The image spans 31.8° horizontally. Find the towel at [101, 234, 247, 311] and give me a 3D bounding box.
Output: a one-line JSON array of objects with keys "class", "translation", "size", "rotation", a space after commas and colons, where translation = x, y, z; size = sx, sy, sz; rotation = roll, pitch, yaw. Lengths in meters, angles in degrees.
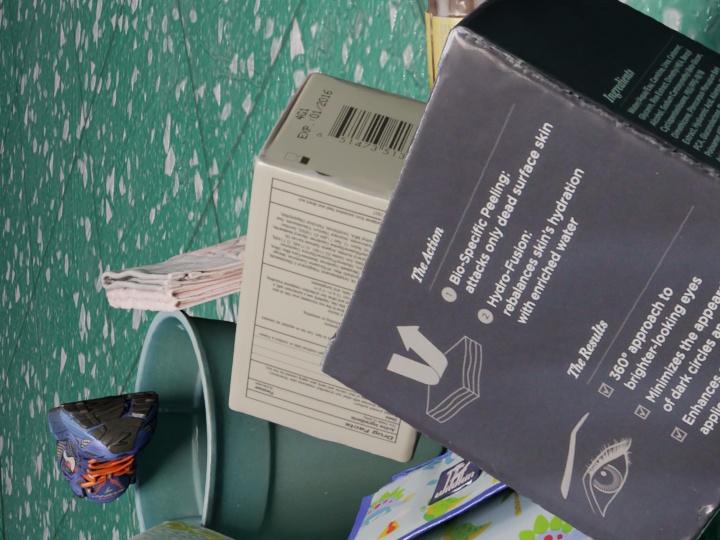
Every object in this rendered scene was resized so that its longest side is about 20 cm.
[{"class": "towel", "translation": [-0.089, -0.010, 0.976], "size": [0.199, 0.189, 0.033], "rotation": [0, 106, 65]}]

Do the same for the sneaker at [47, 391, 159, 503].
[{"class": "sneaker", "translation": [-0.190, 0.135, 0.957], "size": [0.200, 0.074, 0.079], "rotation": [155, 105, -72]}]

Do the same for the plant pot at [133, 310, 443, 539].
[{"class": "plant pot", "translation": [-0.054, 0.129, 0.957], "size": [0.200, 0.194, 0.203], "rotation": [-178, 90, -66]}]

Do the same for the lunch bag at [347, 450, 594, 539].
[{"class": "lunch bag", "translation": [0.081, 0.167, 0.688], "size": [0.169, 0.127, 0.201], "rotation": [-31, 36, 19]}]

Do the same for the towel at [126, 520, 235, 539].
[{"class": "towel", "translation": [-0.076, 0.205, 0.731], "size": [0.200, 0.169, 0.049], "rotation": [3, -78, -75]}]

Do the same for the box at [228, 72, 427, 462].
[{"class": "box", "translation": [0.000, 0.000, 0.788], "size": [0.109, 0.126, 0.202], "rotation": [-67, -9, -50]}]

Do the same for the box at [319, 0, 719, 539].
[{"class": "box", "translation": [0.112, -0.001, 0.585], "size": [0.117, 0.199, 0.198], "rotation": [-47, -16, -51]}]

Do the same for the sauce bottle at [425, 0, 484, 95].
[{"class": "sauce bottle", "translation": [0.076, -0.089, 0.819], "size": [0.065, 0.064, 0.202], "rotation": [-141, 43, -60]}]
